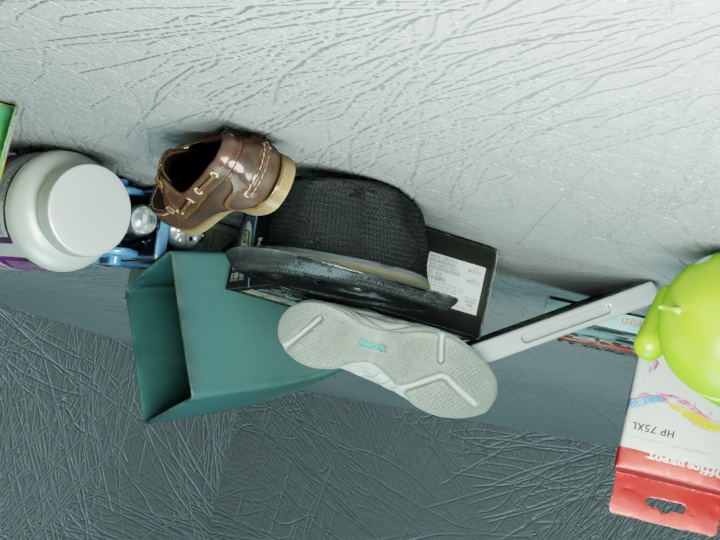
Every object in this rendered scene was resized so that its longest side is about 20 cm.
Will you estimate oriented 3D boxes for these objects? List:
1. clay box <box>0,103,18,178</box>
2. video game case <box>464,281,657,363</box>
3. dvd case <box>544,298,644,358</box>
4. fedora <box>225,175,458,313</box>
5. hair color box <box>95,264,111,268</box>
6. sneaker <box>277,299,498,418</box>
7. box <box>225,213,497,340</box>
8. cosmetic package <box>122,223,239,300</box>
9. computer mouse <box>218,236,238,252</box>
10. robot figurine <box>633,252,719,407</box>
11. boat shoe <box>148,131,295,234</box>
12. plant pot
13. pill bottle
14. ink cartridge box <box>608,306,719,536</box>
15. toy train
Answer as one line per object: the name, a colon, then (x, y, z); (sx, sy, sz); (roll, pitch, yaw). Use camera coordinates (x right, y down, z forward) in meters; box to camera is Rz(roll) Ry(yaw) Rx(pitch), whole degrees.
clay box: (-0.337, -0.082, 1.581); (0.047, 0.116, 0.200); (16, 171, -13)
video game case: (0.165, 0.055, 1.702); (0.180, 0.024, 0.200); (-19, 177, -10)
dvd case: (0.275, 0.068, 1.952); (0.145, 0.022, 0.200); (12, 173, 13)
fedora: (-0.008, -0.026, 1.491); (0.198, 0.093, 0.201); (11, 175, 1)
hair color box: (-0.359, -0.058, 1.999); (0.198, 0.061, 0.099); (14, 172, -10)
sneaker: (0.027, 0.068, 1.591); (0.199, 0.071, 0.080); (21, -172, -1)
box: (0.000, 0.000, 1.684); (0.198, 0.087, 0.164); (16, 171, -21)
cosmetic package: (-0.142, 0.010, 1.959); (0.199, 0.104, 0.087); (19, 169, -28)
computer mouse: (-0.049, -0.009, 1.867); (0.198, 0.047, 0.141); (2, 164, 2)
robot figurine: (0.304, 0.053, 1.423); (0.174, 0.117, 0.200); (1, 167, 32)
boat shoe: (-0.125, -0.076, 1.442); (0.070, 0.071, 0.199); (22, 163, -26)
plant pot: (-0.108, 0.060, 1.792); (0.198, 0.143, 0.141); (-4, 167, -26)
pill bottle: (-0.293, -0.055, 1.708); (0.112, 0.113, 0.199); (18, 172, -32)
ink cartridge box: (0.315, 0.148, 1.774); (0.115, 0.202, 0.067); (12, 173, 9)
toy train: (-0.233, -0.043, 1.823); (0.113, 0.088, 0.199); (7, 174, -31)
